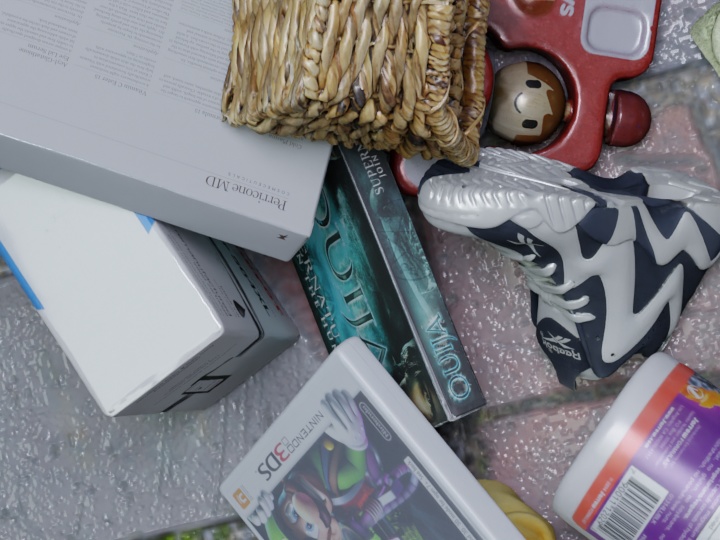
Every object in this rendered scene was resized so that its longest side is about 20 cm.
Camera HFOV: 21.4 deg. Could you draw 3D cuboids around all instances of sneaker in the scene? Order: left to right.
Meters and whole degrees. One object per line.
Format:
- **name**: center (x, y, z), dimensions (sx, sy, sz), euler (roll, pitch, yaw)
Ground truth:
- **sneaker**: center (0.110, 0.007, 1.055), dimensions (0.079, 0.198, 0.130), euler (36, 118, 48)

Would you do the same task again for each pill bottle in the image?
- **pill bottle**: center (0.215, 0.144, 1.048), dimensions (0.200, 0.111, 0.112), euler (35, 101, 11)

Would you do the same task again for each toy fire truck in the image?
- **toy fire truck**: center (0.090, -0.135, 1.081), dimensions (0.167, 0.112, 0.201), euler (7, 89, -5)

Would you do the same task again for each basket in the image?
- **basket**: center (0.028, -0.161, 0.929), dimensions (0.148, 0.143, 0.201), euler (8, 84, -22)

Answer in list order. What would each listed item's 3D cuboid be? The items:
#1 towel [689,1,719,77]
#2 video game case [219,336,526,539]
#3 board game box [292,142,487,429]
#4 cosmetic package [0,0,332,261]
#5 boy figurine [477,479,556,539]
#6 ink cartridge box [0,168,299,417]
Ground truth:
- **towel**: center (0.298, -0.141, 1.053), dimensions (0.200, 0.036, 0.149), euler (-41, 82, 14)
- **video game case**: center (0.017, 0.160, 1.100), dimensions (0.200, 0.023, 0.182), euler (50, 140, 9)
- **board game box**: center (0.000, 0.000, 1.099), dimensions (0.028, 0.135, 0.201), euler (-20, 85, -23)
- **cosmetic package**: center (-0.107, -0.108, 0.990), dimensions (0.199, 0.052, 0.152), euler (19, 67, -11)
- **boy figurine**: center (0.123, 0.204, 1.088), dimensions (0.200, 0.064, 0.124), euler (54, 138, 3)
- **ink cartridge box**: center (-0.124, 0.002, 1.092), dimensions (0.084, 0.200, 0.146), euler (-36, 83, 7)
